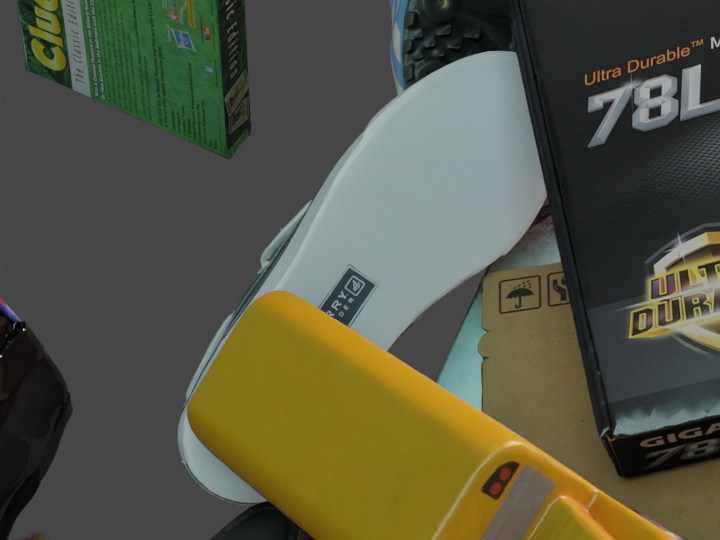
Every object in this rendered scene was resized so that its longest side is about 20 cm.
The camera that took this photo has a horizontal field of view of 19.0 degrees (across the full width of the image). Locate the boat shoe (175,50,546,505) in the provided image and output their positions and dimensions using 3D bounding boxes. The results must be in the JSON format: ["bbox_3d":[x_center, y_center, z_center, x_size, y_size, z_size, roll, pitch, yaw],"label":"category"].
[{"bbox_3d":[0.000,0.000,0.814,0.072,0.068,0.200,36,87,-13],"label":"boat shoe"}]

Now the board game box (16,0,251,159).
[{"bbox_3d":[-0.092,-0.135,0.816,0.104,0.201,0.023,23,53,17],"label":"board game box"}]

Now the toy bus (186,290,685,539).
[{"bbox_3d":[0.024,0.073,0.688,0.065,0.078,0.200,-56,33,-2],"label":"toy bus"}]

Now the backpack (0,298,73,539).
[{"bbox_3d":[-0.209,0.069,0.776,0.191,0.200,0.154,-46,53,-12],"label":"backpack"}]

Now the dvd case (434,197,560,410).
[{"bbox_3d":[0.125,-0.001,0.815,0.145,0.022,0.201,21,74,18],"label":"dvd case"}]

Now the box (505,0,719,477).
[{"bbox_3d":[0.160,-0.048,0.729,0.199,0.050,0.200,-14,65,10],"label":"box"}]

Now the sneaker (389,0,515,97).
[{"bbox_3d":[0.034,-0.142,0.872,0.071,0.072,0.201,4,79,-25],"label":"sneaker"}]

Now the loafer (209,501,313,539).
[{"bbox_3d":[-0.088,0.151,0.752,0.200,0.072,0.073,-48,30,-22],"label":"loafer"}]

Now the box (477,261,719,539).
[{"bbox_3d":[0.139,0.053,0.733,0.199,0.021,0.164,-9,48,13],"label":"box"}]
